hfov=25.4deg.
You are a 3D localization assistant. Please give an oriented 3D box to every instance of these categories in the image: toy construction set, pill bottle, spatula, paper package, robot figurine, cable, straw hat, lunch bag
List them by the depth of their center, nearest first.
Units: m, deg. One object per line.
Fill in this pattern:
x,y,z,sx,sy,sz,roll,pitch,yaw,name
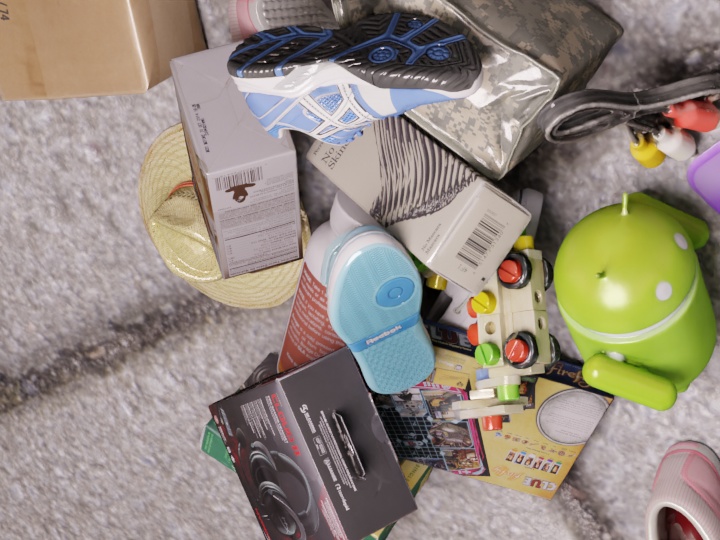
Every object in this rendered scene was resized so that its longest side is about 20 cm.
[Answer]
0.217,-0.114,1.209,0.097,0.199,0.051,-35,73,32,cable
0.080,-0.186,1.253,0.199,0.164,0.118,37,123,9,lunch bag
0.338,-0.019,1.282,0.056,0.021,0.201,-36,94,35,spatula
0.221,0.026,1.283,0.114,0.177,0.201,6,150,26,robot figurine
0.099,0.035,1.303,0.130,0.092,0.203,-10,94,38,toy construction set
-0.004,0.025,1.440,0.111,0.112,0.202,26,124,15,pill bottle
-0.254,-0.266,1.441,0.189,0.103,0.202,1,115,30,paper package
-0.149,-0.035,1.508,0.199,0.085,0.203,13,120,23,straw hat

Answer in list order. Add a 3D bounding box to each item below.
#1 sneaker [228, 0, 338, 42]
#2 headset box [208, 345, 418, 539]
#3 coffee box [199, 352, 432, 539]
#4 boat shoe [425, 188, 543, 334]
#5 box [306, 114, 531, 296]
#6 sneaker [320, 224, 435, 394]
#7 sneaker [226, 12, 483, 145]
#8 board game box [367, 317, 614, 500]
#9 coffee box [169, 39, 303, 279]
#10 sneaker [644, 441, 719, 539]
-0.039,-0.176,1.383,0.200,0.075,0.104,49,166,-26,sneaker
-0.040,0.157,1.362,0.150,0.077,0.200,66,154,0,headset box
-0.039,0.174,1.527,0.199,0.123,0.044,32,138,13,coffee box
0.099,0.009,1.390,0.066,0.074,0.202,18,124,-2,boat shoe
0.043,-0.068,1.267,0.083,0.068,0.200,-55,42,6,box
0.000,0.000,1.279,0.079,0.131,0.201,-19,145,-5,sneaker
0.001,-0.139,1.183,0.198,0.076,0.078,3,133,27,sneaker
0.107,0.124,1.420,0.198,0.035,0.136,17,125,-13,board game box
-0.103,-0.091,1.365,0.200,0.079,0.115,91,162,-66,coffee box
0.304,0.259,1.390,0.075,0.105,0.202,-18,105,32,sneaker
